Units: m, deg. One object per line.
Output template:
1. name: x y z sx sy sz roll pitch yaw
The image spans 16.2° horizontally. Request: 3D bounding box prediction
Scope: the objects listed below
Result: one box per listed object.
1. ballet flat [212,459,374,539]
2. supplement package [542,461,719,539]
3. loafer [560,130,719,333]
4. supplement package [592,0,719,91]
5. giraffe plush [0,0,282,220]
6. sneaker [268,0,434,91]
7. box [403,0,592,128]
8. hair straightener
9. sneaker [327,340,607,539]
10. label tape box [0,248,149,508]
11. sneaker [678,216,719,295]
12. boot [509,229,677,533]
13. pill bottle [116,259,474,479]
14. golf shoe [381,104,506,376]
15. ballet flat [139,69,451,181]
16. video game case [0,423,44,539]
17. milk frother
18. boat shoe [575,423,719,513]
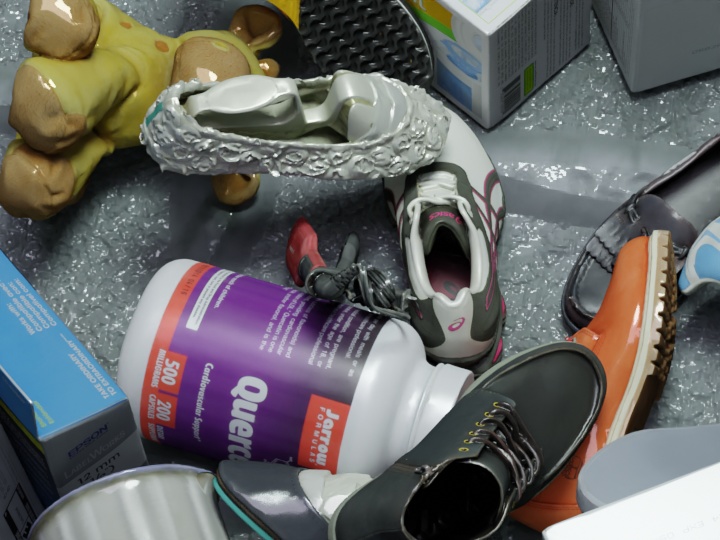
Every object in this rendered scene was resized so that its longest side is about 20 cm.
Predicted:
1. ballet flat: 0.008 0.161 1.452 0.200 0.073 0.073 43 68 -2
2. supplement package: 0.192 0.216 1.366 0.151 0.200 0.151 -19 62 -8
3. loafer: 0.201 -0.038 1.590 0.200 0.063 0.072 -41 68 -19
4. supplement package: 0.216 -0.255 1.655 0.151 0.151 0.200 -17 61 -6
5. giraffe plush: -0.134 -0.112 1.617 0.162 0.173 0.200 11 25 -4
6. sneaker: -0.029 -0.190 1.636 0.200 0.070 0.090 38 22 -13
7. box: 0.047 -0.209 1.668 0.101 0.113 0.200 -41 65 -19
8. hair straightener: 0.000 0.000 1.517 0.077 0.200 0.041 15 92 -7
9. sneaker: 0.081 0.104 1.401 0.200 0.106 0.075 -39 95 -25
10. label tape box: -0.194 0.058 1.474 0.066 0.200 0.143 -35 65 -17
11. sneaker: 0.281 0.046 1.538 0.200 0.072 0.073 40 102 9
12. boot: 0.131 0.063 1.518 0.107 0.075 0.200 13 75 18
13. pill bottle: -0.038 0.070 1.511 0.200 0.113 0.113 16 62 12
14. golf shoe: 0.056 -0.033 1.582 0.077 0.088 0.200 -9 59 0
15. ballet flat: -0.033 -0.092 1.535 0.199 0.072 0.072 -5 59 -16
16. video game case: -0.240 0.169 1.413 0.022 0.200 0.182 14 62 15
17. milk frother: -0.141 0.209 1.388 0.180 0.200 0.188 -20 61 -4
18. boat shoe: 0.211 0.129 1.465 0.200 0.065 0.074 -9 39 -24
